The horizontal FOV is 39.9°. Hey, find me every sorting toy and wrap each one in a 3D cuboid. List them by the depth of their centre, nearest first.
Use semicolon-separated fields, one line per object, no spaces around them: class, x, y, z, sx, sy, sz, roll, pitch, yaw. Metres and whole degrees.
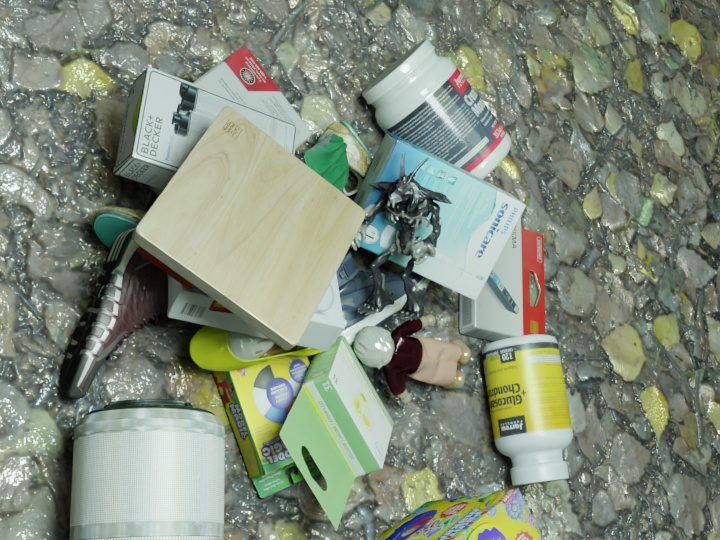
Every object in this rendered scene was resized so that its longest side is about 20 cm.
sorting toy;-0.122;-0.038;1.066;0.198;0.070;0.201;37;52;-12

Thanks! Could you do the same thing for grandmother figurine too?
grandmother figurine;0.066;0.116;1.322;0.199;0.060;0.123;21;73;-45

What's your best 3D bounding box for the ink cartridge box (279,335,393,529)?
ink cartridge box;-0.023;0.191;1.201;0.146;0.048;0.200;61;20;-18

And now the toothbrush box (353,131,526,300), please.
toothbrush box;0.095;-0.072;1.321;0.198;0.085;0.148;24;101;-13

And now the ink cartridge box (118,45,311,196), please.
ink cartridge box;-0.181;-0.164;1.251;0.145;0.083;0.200;52;53;-11

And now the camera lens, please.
camera lens;-0.222;0.243;1.040;0.159;0.160;0.202;9;70;-32

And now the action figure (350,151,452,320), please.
action figure;0.047;-0.038;1.222;0.102;0.118;0.202;-33;131;-60

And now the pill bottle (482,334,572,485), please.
pill bottle;0.240;0.199;1.412;0.111;0.112;0.202;3;73;-34

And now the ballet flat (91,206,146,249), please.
ballet flat;-0.230;-0.025;1.191;0.199;0.070;0.071;34;58;-21

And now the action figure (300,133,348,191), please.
action figure;-0.045;-0.120;1.242;0.200;0.054;0.119;-68;152;-62

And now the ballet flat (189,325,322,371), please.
ballet flat;-0.104;0.075;1.179;0.198;0.067;0.068;-5;78;-35

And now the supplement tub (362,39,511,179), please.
supplement tub;0.111;-0.217;1.440;0.200;0.140;0.141;50;54;-12

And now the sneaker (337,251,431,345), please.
sneaker;0.001;0.000;1.331;0.202;0.077;0.147;-32;97;-37

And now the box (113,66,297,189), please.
box;-0.177;-0.142;1.158;0.198;0.060;0.118;18;67;-29

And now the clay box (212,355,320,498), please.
clay box;-0.105;0.164;1.220;0.114;0.047;0.202;-18;85;-38

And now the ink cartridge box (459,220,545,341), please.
ink cartridge box;0.229;0.011;1.510;0.175;0.045;0.202;14;68;-30

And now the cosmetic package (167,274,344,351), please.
cosmetic package;-0.122;0.002;1.144;0.198;0.052;0.152;14;42;-26

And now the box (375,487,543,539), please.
box;0.096;0.374;1.202;0.199;0.192;0.123;-26;90;-38

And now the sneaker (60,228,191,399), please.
sneaker;-0.251;0.063;1.118;0.115;0.075;0.202;27;77;-29

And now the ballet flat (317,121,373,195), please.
ballet flat;0.012;-0.116;1.382;0.200;0.070;0.071;48;54;-14
